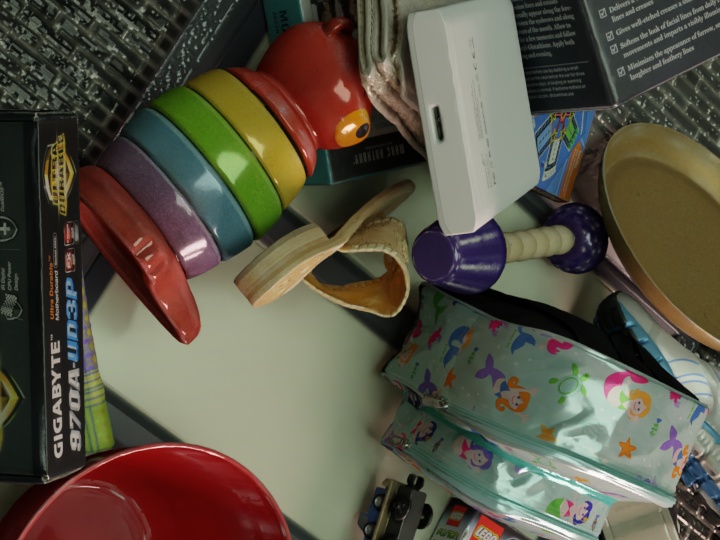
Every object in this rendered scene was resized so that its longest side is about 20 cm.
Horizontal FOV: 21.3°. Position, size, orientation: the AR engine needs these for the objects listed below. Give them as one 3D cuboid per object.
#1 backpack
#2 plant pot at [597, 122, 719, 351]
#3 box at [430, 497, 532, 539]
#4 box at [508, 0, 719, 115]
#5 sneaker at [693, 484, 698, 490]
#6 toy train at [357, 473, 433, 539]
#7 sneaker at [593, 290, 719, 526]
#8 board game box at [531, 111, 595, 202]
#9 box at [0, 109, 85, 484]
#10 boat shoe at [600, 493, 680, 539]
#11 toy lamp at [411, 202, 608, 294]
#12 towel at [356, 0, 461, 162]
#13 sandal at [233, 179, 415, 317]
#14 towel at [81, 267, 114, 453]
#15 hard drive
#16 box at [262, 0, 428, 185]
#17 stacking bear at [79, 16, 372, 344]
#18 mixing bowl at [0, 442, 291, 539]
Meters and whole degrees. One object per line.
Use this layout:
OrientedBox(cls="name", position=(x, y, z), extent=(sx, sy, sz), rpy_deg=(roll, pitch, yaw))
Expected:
OrientedBox(cls="backpack", position=(0.120, 0.094, 1.254), extent=(0.177, 0.200, 0.151), rpy_deg=(26, 81, -30))
OrientedBox(cls="plant pot", position=(0.241, -0.017, 1.373), extent=(0.199, 0.027, 0.201), rpy_deg=(27, 41, -26))
OrientedBox(cls="box", position=(0.120, 0.256, 1.354), extent=(0.200, 0.035, 0.110), rpy_deg=(36, 73, -27))
OrientedBox(cls="box", position=(0.165, -0.226, 1.305), extent=(0.148, 0.107, 0.201), rpy_deg=(-26, 105, -28))
OrientedBox(cls="sneaker", position=(0.322, 0.204, 1.430), extent=(0.080, 0.115, 0.201), rpy_deg=(-18, 100, -30))
OrientedBox(cls="toy train", position=(0.000, 0.230, 1.276), extent=(0.034, 0.046, 0.201), rpy_deg=(26, 81, -41))
OrientedBox(cls="sneaker", position=(0.242, 0.091, 1.340), extent=(0.086, 0.075, 0.200), rpy_deg=(-35, 87, -21))
OrientedBox(cls="board game box", position=(0.133, -0.160, 1.360), extent=(0.103, 0.019, 0.201), rpy_deg=(23, 80, -28))
OrientedBox(cls="box", position=(-0.232, 0.011, 1.060), extent=(0.046, 0.158, 0.201), rpy_deg=(-15, 106, -68))
OrientedBox(cls="boat shoe", position=(0.193, 0.146, 1.392), extent=(0.072, 0.063, 0.201), rpy_deg=(-12, 85, 4))
OrientedBox(cls="toy lamp", position=(0.099, -0.017, 1.279), extent=(0.200, 0.058, 0.059), rpy_deg=(-7, 96, -58))
OrientedBox(cls="towel", position=(0.042, -0.144, 1.222), extent=(0.200, 0.034, 0.133), rpy_deg=(38, 48, -65))
OrientedBox(cls="sandal", position=(-0.004, 0.003, 1.201), extent=(0.070, 0.078, 0.212), rpy_deg=(52, 27, 6))
OrientedBox(cls="towel", position=(-0.217, 0.012, 1.096), extent=(0.023, 0.143, 0.201), rpy_deg=(-25, 106, -68))
OrientedBox(cls="hard drive", position=(0.074, -0.104, 1.209), extent=(0.200, 0.027, 0.133), rpy_deg=(-33, 115, -71))
OrientedBox(cls="box", position=(-0.015, -0.161, 1.252), extent=(0.082, 0.049, 0.201), rpy_deg=(-14, 99, -30))
OrientedBox(cls="stacking bear", position=(-0.073, -0.073, 1.164), extent=(0.200, 0.114, 0.122), rpy_deg=(-40, 150, -12))
OrientedBox(cls="mixing bowl", position=(-0.149, 0.188, 1.139), extent=(0.199, 0.108, 0.202), rpy_deg=(-8, 104, -34))
